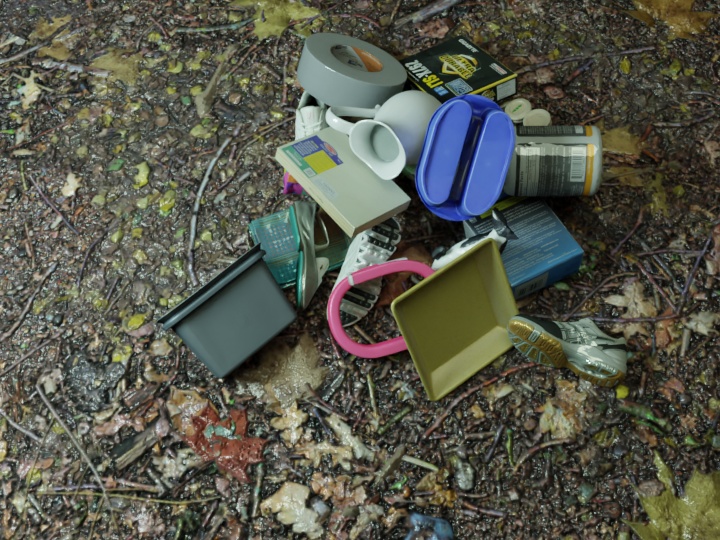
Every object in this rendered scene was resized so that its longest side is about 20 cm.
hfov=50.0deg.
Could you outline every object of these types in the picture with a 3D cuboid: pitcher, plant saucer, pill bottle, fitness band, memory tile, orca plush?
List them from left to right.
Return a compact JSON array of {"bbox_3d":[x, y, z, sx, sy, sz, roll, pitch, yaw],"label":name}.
[{"bbox_3d":[0.045,0.060,1.240,0.198,0.037,0.145,-16,95,-11],"label":"fitness band"},{"bbox_3d":[0.049,-0.245,1.304,0.171,0.122,0.200,36,38,13],"label":"pitcher"},{"bbox_3d":[0.148,0.072,1.211,0.199,0.201,0.048,-32,29,-15],"label":"plant saucer"},{"bbox_3d":[0.176,-0.041,1.255,0.104,0.201,0.072,22,49,-6],"label":"orca plush"},{"bbox_3d":[0.234,-0.243,1.403,0.200,0.017,0.153,-41,54,-5],"label":"memory tile"},{"bbox_3d":[0.296,-0.183,1.289,0.197,0.117,0.118,2,62,9],"label":"pill bottle"}]

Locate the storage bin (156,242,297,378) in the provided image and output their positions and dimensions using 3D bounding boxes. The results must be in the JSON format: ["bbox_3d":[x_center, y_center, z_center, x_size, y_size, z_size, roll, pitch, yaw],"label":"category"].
[{"bbox_3d":[-0.206,0.073,1.234,0.199,0.145,0.135,-38,95,-17],"label":"storage bin"}]

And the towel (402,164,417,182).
[{"bbox_3d":[0.121,-0.228,1.408,0.149,0.031,0.200,-36,52,-13],"label":"towel"}]

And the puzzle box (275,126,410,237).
[{"bbox_3d":[-0.029,-0.151,1.261,0.132,0.026,0.200,-28,65,-34],"label":"puzzle box"}]

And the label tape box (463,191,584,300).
[{"bbox_3d":[0.263,-0.059,1.320,0.142,0.066,0.201,-24,56,-11],"label":"label tape box"}]

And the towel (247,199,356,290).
[{"bbox_3d":[-0.085,-0.057,1.351,0.198,0.022,0.148,-21,65,-10],"label":"towel"}]

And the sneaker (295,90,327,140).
[{"bbox_3d":[-0.093,-0.249,1.405,0.077,0.100,0.202,-5,63,-1],"label":"sneaker"}]

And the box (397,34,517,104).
[{"bbox_3d":[0.176,-0.362,1.454,0.158,0.050,0.200,-26,44,-10],"label":"box"}]

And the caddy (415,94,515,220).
[{"bbox_3d":[0.165,-0.177,1.217,0.140,0.105,0.202,16,98,-1],"label":"caddy"}]

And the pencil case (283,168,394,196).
[{"bbox_3d":[-0.036,-0.151,1.334,0.198,0.089,0.089,14,62,-11],"label":"pencil case"}]

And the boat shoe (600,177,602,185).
[{"bbox_3d":[0.336,-0.186,1.387,0.199,0.073,0.063,30,72,27],"label":"boat shoe"}]

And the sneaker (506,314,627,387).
[{"bbox_3d":[0.331,0.110,1.233,0.198,0.076,0.088,25,58,1],"label":"sneaker"}]

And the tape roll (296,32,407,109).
[{"bbox_3d":[-0.016,-0.365,1.431,0.198,0.067,0.201,15,36,-11],"label":"tape roll"}]

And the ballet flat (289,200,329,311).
[{"bbox_3d":[-0.081,-0.029,1.291,0.063,0.068,0.202,0,63,-13],"label":"ballet flat"}]

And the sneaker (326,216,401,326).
[{"bbox_3d":[0.000,0.000,1.288,0.075,0.081,0.202,28,88,-21],"label":"sneaker"}]
